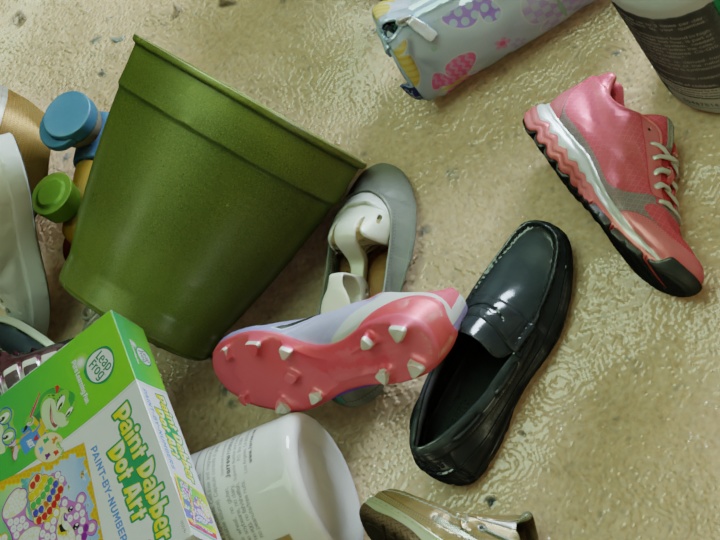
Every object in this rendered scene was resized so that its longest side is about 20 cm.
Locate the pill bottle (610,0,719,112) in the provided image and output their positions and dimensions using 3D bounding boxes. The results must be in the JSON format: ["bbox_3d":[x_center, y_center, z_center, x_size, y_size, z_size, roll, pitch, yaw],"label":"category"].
[{"bbox_3d":[0.227,-0.202,1.418,0.112,0.200,0.114,-13,60,23],"label":"pill bottle"}]

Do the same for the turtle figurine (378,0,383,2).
[{"bbox_3d":[-0.037,-0.311,1.641,0.193,0.144,0.201,29,124,19],"label":"turtle figurine"}]

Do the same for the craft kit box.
[{"bbox_3d":[-0.207,0.162,1.434,0.197,0.048,0.201,-35,53,12],"label":"craft kit box"}]

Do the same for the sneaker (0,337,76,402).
[{"bbox_3d":[-0.269,0.064,1.545,0.199,0.076,0.116,-25,56,-2],"label":"sneaker"}]

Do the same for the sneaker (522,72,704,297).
[{"bbox_3d":[0.192,-0.069,1.448,0.087,0.074,0.201,-38,53,5],"label":"sneaker"}]

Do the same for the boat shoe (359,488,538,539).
[{"bbox_3d":[0.091,0.192,1.382,0.199,0.072,0.076,30,67,29],"label":"boat shoe"}]

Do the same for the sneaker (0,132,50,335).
[{"bbox_3d":[-0.294,-0.019,1.615,0.084,0.201,0.073,-18,44,-14],"label":"sneaker"}]

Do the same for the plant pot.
[{"bbox_3d":[-0.126,-0.044,1.555,0.200,0.200,0.194,31,94,37],"label":"plant pot"}]

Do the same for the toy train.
[{"bbox_3d":[-0.218,-0.033,1.631,0.084,0.116,0.202,-3,64,28],"label":"toy train"}]

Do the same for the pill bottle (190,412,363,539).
[{"bbox_3d":[-0.107,0.187,1.457,0.199,0.114,0.115,-23,56,17],"label":"pill bottle"}]

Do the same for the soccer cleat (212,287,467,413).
[{"bbox_3d":[-0.015,0.053,1.446,0.199,0.067,0.076,-12,18,38],"label":"soccer cleat"}]

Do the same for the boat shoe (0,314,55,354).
[{"bbox_3d":[-0.236,0.100,1.603,0.199,0.075,0.062,30,71,28],"label":"boat shoe"}]

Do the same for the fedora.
[{"bbox_3d":[-0.296,-0.091,1.698,0.201,0.081,0.202,-164,90,-77],"label":"fedora"}]

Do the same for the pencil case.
[{"bbox_3d":[0.106,-0.211,1.560,0.199,0.091,0.084,-29,54,12],"label":"pencil case"}]

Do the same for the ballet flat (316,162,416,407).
[{"bbox_3d":[0.000,0.000,1.526,0.067,0.064,0.202,-6,63,27],"label":"ballet flat"}]

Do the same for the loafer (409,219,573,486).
[{"bbox_3d":[0.091,0.052,1.443,0.068,0.070,0.202,17,74,34],"label":"loafer"}]
